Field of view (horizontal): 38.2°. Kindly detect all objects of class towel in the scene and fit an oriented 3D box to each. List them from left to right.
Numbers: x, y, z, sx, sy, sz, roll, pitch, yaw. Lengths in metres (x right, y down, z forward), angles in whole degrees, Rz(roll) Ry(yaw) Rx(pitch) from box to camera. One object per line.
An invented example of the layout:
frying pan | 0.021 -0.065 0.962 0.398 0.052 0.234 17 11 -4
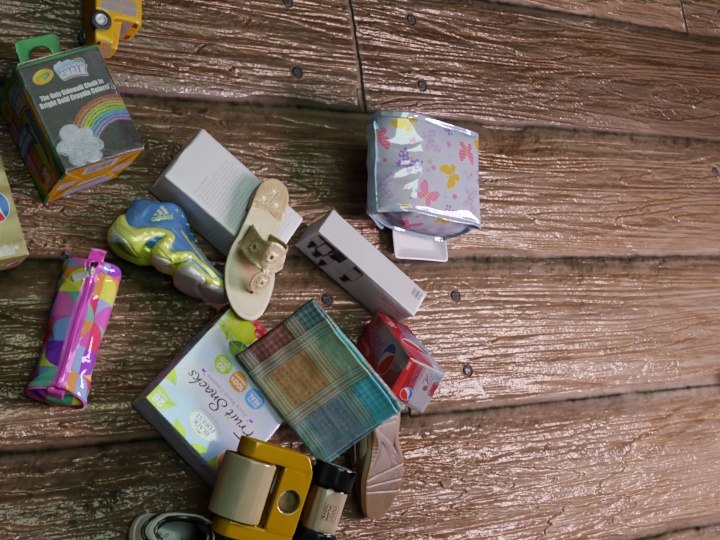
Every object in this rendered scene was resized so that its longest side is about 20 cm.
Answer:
towel | -0.056 0.155 1.422 0.201 0.146 0.022 52 13 -10

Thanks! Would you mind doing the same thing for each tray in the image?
tray | 0.088 -0.112 1.728 0.106 0.022 0.202 4 73 -30

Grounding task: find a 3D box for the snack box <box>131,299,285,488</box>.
snack box | -0.187 0.170 1.444 0.169 0.068 0.200 48 58 -12

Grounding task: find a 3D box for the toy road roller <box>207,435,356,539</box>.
toy road roller | -0.115 0.296 1.392 0.199 0.146 0.124 22 82 -27

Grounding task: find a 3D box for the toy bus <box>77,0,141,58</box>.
toy bus | -0.363 -0.406 1.514 0.078 0.065 0.202 7 71 -32

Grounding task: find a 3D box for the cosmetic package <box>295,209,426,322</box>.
cosmetic package | 0.000 0.000 1.604 0.200 0.082 0.051 41 60 -14

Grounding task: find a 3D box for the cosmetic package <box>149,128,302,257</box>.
cosmetic package | -0.195 -0.096 1.518 0.200 0.071 0.102 42 58 -15

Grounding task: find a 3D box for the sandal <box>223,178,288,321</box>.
sandal | -0.134 -0.039 1.452 0.077 0.069 0.214 21 65 -24

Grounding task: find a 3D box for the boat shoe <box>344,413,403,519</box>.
boat shoe | 0.015 0.263 1.541 0.072 0.072 0.202 -6 100 -37

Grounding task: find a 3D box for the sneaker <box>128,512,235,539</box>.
sneaker | -0.201 0.362 1.364 0.198 0.087 0.076 15 66 -29

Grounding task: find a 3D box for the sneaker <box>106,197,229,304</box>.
sneaker | -0.250 -0.036 1.463 0.199 0.076 0.106 31 61 -20

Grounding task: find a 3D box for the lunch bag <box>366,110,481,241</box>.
lunch bag | 0.087 -0.150 1.653 0.199 0.127 0.171 10 72 -39

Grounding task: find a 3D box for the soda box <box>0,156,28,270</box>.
soda box | -0.490 -0.099 1.338 0.064 0.068 0.202 -13 82 -34

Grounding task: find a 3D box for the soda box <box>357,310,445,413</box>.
soda box | 0.055 0.130 1.527 0.063 0.200 0.070 26 99 -20

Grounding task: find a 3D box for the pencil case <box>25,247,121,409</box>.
pencil case | -0.370 0.076 1.350 0.088 0.088 0.202 19 67 -25

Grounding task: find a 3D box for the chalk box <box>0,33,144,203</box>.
chalk box | -0.400 -0.217 1.399 0.124 0.124 0.202 -24 87 -34
